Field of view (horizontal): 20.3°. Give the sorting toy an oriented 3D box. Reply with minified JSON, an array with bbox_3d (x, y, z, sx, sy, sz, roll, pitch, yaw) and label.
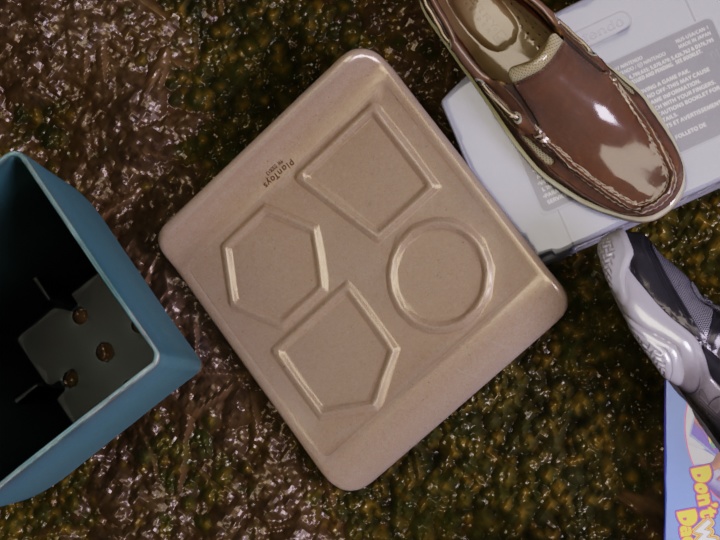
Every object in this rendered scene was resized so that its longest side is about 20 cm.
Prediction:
[{"bbox_3d":[0.000,0.000,1.196,0.185,0.036,0.201,-42,79,16],"label":"sorting toy"}]

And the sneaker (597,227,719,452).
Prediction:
[{"bbox_3d":[0.222,0.039,1.094,0.113,0.075,0.201,-37,85,5],"label":"sneaker"}]

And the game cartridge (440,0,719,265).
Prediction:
[{"bbox_3d":[0.155,-0.096,1.185,0.198,0.042,0.134,-24,77,9],"label":"game cartridge"}]

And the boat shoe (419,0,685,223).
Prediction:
[{"bbox_3d":[0.102,-0.106,1.141,0.202,0.075,0.075,44,94,12],"label":"boat shoe"}]

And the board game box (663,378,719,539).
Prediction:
[{"bbox_3d":[0.240,0.131,1.141,0.133,0.045,0.202,0,85,12],"label":"board game box"}]

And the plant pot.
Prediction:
[{"bbox_3d":[-0.177,0.043,1.155,0.141,0.200,0.142,-38,78,6],"label":"plant pot"}]
